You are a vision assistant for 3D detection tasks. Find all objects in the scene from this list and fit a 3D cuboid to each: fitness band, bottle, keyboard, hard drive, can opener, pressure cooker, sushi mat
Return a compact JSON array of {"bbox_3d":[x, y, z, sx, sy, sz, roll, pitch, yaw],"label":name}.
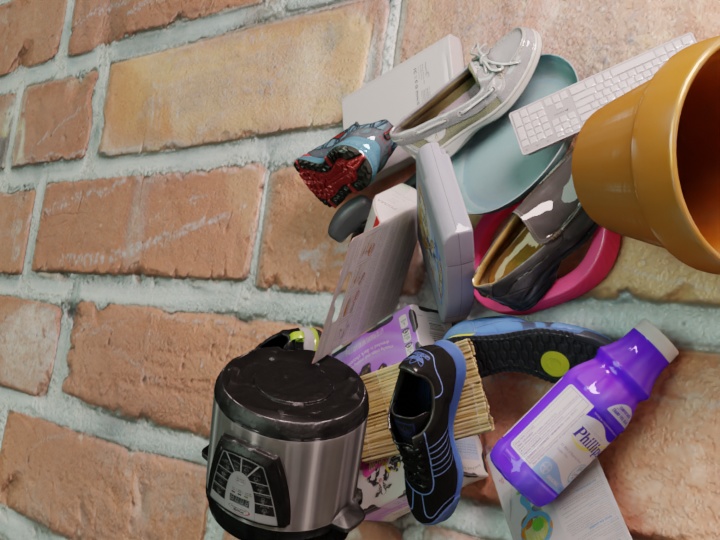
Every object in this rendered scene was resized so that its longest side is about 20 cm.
[{"bbox_3d":[0.191,-0.032,1.150,0.199,0.037,0.145,-25,62,44],"label":"fitness band"},{"bbox_3d":[0.215,0.132,1.016,0.200,0.084,0.065,-45,46,2],"label":"bottle"},{"bbox_3d":[0.248,-0.177,1.080,0.198,0.011,0.057,-23,63,14],"label":"keyboard"},{"bbox_3d":[0.053,-0.197,1.359,0.199,0.026,0.134,-23,63,44],"label":"hard drive"},{"bbox_3d":[0.038,-0.084,1.310,0.200,0.067,0.054,-40,33,35],"label":"can opener"},{"bbox_3d":[-0.081,0.208,1.176,0.176,0.176,0.202,-119,34,-60],"label":"pressure cooker"},{"bbox_3d":[0.059,0.144,1.151,0.199,0.012,0.097,-24,73,43],"label":"sushi mat"}]

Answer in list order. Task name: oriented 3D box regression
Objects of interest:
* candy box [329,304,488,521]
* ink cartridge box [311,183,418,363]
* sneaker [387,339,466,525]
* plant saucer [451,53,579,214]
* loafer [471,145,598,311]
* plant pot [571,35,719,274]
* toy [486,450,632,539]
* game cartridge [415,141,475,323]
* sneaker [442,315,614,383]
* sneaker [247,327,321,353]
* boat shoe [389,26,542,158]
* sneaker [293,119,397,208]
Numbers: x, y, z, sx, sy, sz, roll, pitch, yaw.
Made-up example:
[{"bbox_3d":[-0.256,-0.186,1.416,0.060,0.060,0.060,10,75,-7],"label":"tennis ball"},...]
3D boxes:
[{"bbox_3d":[0.046,0.168,1.235,0.167,0.071,0.202,-35,56,38],"label":"candy box"},{"bbox_3d":[0.000,0.000,1.219,0.050,0.199,0.162,28,117,21],"label":"ink cartridge box"},{"bbox_3d":[0.060,0.172,1.085,0.070,0.078,0.203,13,109,38],"label":"sneaker"},{"bbox_3d":[0.169,-0.146,1.179,0.200,0.027,0.202,-36,39,35],"label":"plant saucer"},{"bbox_3d":[0.186,-0.046,1.080,0.073,0.072,0.201,47,116,43],"label":"loafer"},{"bbox_3d":[0.290,-0.098,0.951,0.183,0.198,0.203,4,82,64],"label":"plant pot"},{"bbox_3d":[0.203,0.238,1.050,0.115,0.047,0.201,-39,45,22],"label":"toy"},{"bbox_3d":[0.092,-0.029,1.168,0.201,0.041,0.134,83,177,-61],"label":"game cartridge"},{"bbox_3d":[0.179,0.074,1.115,0.198,0.078,0.067,-2,113,32],"label":"sneaker"},{"bbox_3d":[-0.129,0.122,1.440,0.199,0.082,0.072,-37,54,37],"label":"sneaker"},{"bbox_3d":[0.120,-0.200,1.206,0.202,0.064,0.075,-41,36,27],"label":"boat shoe"},{"bbox_3d":[-0.010,-0.140,1.358,0.095,0.080,0.199,-43,17,-23],"label":"sneaker"}]
